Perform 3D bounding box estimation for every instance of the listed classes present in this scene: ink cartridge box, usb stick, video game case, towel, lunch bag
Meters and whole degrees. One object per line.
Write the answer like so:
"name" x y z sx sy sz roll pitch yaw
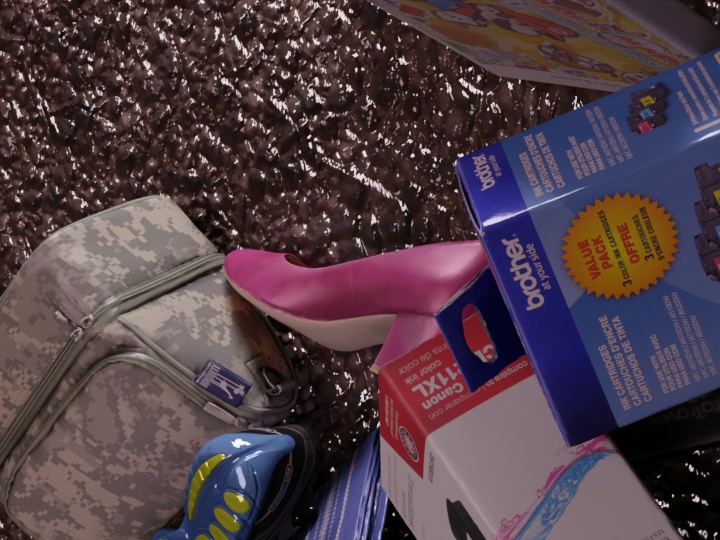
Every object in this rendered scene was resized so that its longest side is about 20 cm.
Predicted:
"ink cartridge box" 0.094 0.138 1.269 0.200 0.083 0.146 55 164 27
"usb stick" 0.178 0.062 1.265 0.200 0.033 0.056 -19 88 43
"video game case" 0.090 -0.123 1.215 0.182 0.200 0.023 12 83 38
"ink cartridge box" 0.133 -0.008 1.169 0.200 0.137 0.076 -22 30 6
"towel" -0.041 0.193 1.430 0.200 0.024 0.145 -50 16 35
"lunch bag" -0.142 0.076 1.508 0.168 0.139 0.200 47 125 11

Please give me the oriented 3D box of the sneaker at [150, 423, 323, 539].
"sneaker" -0.068 0.152 1.445 0.071 0.083 0.200 60 148 23

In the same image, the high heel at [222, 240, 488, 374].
"high heel" 0.000 0.000 1.421 0.200 0.067 0.096 26 87 51
